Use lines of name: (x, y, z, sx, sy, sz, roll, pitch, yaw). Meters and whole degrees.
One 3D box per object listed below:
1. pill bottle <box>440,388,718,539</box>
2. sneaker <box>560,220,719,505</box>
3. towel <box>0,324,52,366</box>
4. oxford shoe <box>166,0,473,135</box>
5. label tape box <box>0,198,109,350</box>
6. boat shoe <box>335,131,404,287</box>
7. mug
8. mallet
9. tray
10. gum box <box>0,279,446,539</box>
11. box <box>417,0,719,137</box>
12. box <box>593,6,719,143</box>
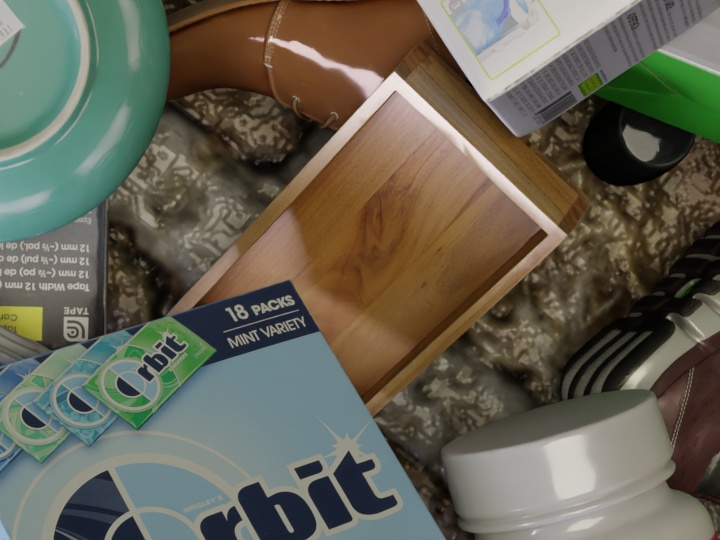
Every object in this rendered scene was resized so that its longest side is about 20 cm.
pill bottle: (0.105, 0.159, 0.944, 0.113, 0.113, 0.201, -16, 94, -6)
sneaker: (0.191, 0.041, 1.046, 0.200, 0.076, 0.116, -37, 106, -17)
towel: (-0.225, 0.076, 0.954, 0.200, 0.024, 0.147, -37, 135, 21)
oxford shoe: (-0.021, -0.091, 0.985, 0.199, 0.071, 0.072, -6, 88, 28)
label tape box: (-0.185, -0.026, 1.007, 0.143, 0.066, 0.201, 1, 94, -7)
boat shoe: (0.037, -0.089, 1.029, 0.074, 0.066, 0.201, 25, 98, 30)
mug: (-0.155, -0.072, 0.918, 0.151, 0.114, 0.186, 4, 92, -7)
mallet: (0.110, -0.136, 1.056, 0.041, 0.066, 0.201, -12, 79, -11)
tray: (0.000, 0.000, 0.981, 0.099, 0.037, 0.200, 43, 127, -3)
gum box: (-0.057, 0.113, 0.897, 0.169, 0.045, 0.200, -17, 61, -29)
box: (0.043, -0.167, 0.877, 0.101, 0.112, 0.200, -34, 80, 6)
box: (0.217, -0.135, 0.987, 0.199, 0.097, 0.177, 22, 80, -4)
